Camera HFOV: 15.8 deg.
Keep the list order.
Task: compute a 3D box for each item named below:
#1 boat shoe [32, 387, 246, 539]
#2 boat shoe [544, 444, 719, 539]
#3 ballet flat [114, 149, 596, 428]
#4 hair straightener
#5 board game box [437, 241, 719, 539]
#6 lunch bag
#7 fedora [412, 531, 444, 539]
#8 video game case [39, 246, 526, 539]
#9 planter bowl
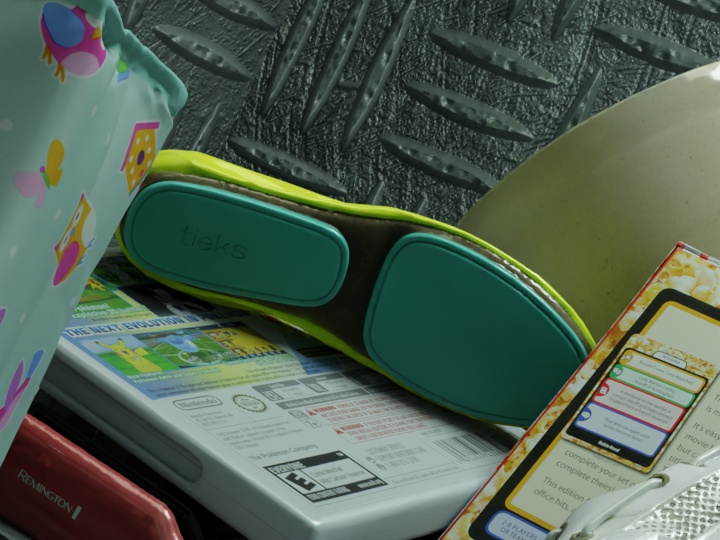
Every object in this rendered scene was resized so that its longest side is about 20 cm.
[{"bbox_3d":[-0.061,0.079,1.011,0.072,0.076,0.200,27,10,23],"label":"boat shoe"},{"bbox_3d":[0.090,0.106,0.847,0.199,0.071,0.069,-24,32,-30],"label":"boat shoe"},{"bbox_3d":[0.000,0.000,1.003,0.199,0.067,0.067,21,14,-6],"label":"ballet flat"},{"bbox_3d":[-0.045,0.101,0.874,0.199,0.041,0.077,26,1,17],"label":"hair straightener"},{"bbox_3d":[0.123,0.097,0.926,0.151,0.200,0.046,26,-29,31],"label":"board game box"},{"bbox_3d":[-0.182,-0.037,0.808,0.199,0.171,0.122,25,-7,14],"label":"lunch bag"},{"bbox_3d":[0.044,0.112,1.124,0.200,0.092,0.201,28,7,-4],"label":"fedora"},{"bbox_3d":[-0.037,0.043,0.967,0.182,0.022,0.200,33,18,25],"label":"video game case"},{"bbox_3d":[0.143,0.021,1.117,0.135,0.200,0.200,61,15,21],"label":"planter bowl"}]
